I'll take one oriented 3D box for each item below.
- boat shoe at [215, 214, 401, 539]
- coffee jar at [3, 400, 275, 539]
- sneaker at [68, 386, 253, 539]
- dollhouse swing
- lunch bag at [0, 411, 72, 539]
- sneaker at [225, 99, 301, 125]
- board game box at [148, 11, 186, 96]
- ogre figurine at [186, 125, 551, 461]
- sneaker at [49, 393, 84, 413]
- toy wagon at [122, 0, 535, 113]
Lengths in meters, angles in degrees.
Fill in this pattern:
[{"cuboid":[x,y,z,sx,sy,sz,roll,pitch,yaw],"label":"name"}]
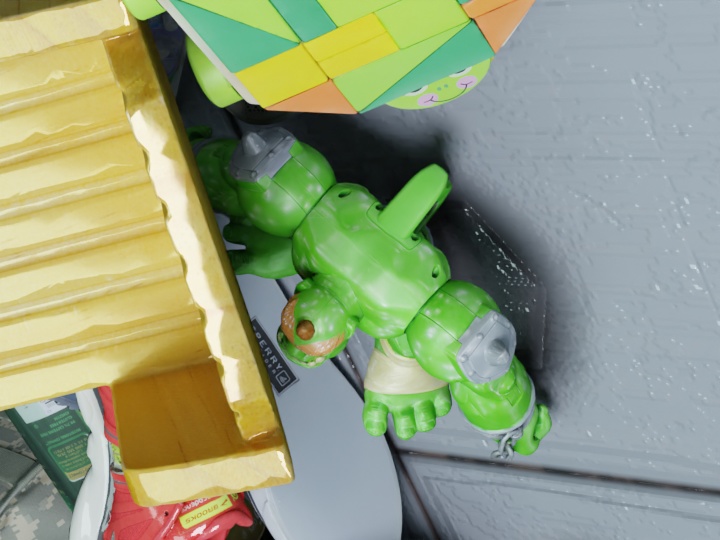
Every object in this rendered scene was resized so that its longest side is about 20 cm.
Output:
[{"cuboid":[-0.052,0.065,1.293,0.200,0.074,0.068,56,153,-8],"label":"boat shoe"},{"cuboid":[-0.111,0.089,1.355,0.201,0.085,0.104,60,-171,-19],"label":"coffee jar"},{"cuboid":[-0.077,0.080,1.203,0.085,0.077,0.201,39,137,41],"label":"sneaker"},{"cuboid":[-0.144,-0.007,1.061,0.182,0.175,0.201,-111,4,-71],"label":"dollhouse swing"},{"cuboid":[-0.219,0.147,1.454,0.163,0.200,0.118,6,130,47],"label":"lunch bag"},{"cuboid":[-0.034,-0.117,1.069,0.075,0.082,0.200,41,147,10],"label":"sneaker"},{"cuboid":[-0.166,-0.100,1.159,0.200,0.199,0.026,110,152,-54],"label":"board game box"},{"cuboid":[0.000,0.000,1.145,0.201,0.098,0.120,59,171,9],"label":"ogre figurine"},{"cuboid":[-0.147,0.003,1.214,0.200,0.082,0.070,30,-172,-38],"label":"sneaker"},{"cuboid":[0.007,-0.105,0.985,0.200,0.154,0.040,48,-157,-57],"label":"toy wagon"}]
